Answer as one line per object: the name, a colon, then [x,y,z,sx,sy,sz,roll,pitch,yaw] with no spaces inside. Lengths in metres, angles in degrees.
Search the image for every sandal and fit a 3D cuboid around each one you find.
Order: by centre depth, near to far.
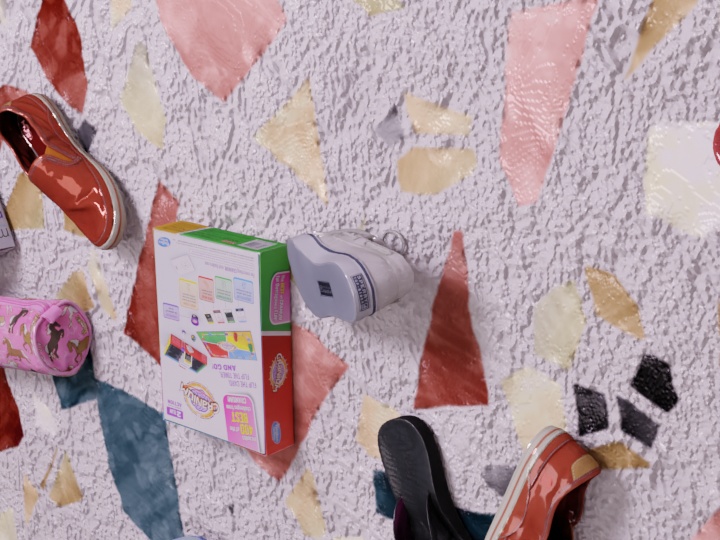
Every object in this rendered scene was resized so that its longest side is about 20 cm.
sandal: [0.054,0.229,1.373,0.075,0.048,0.202,-26,83,44]

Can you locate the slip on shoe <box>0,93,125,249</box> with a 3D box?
slip on shoe: [-0.310,-0.099,1.604,0.200,0.061,0.074,53,129,17]

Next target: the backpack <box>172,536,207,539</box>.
backpack: [-0.207,0.383,1.597,0.200,0.147,0.184,-39,77,39]

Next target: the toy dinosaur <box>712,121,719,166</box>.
toy dinosaur: [0.313,-0.051,0.987,0.180,0.200,0.106,20,102,3]

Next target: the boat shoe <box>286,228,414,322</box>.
boat shoe: [-0.001,-0.005,1.344,0.202,0.086,0.075,-170,63,-72]

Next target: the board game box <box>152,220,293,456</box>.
board game box: [-0.133,0.063,1.507,0.152,0.040,0.202,14,111,40]

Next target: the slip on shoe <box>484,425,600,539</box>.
slip on shoe: [0.143,0.224,1.276,0.061,0.074,0.201,32,117,29]

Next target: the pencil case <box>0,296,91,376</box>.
pencil case: [-0.380,0.066,1.716,0.199,0.086,0.083,6,75,42]

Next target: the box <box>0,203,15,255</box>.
box: [-0.504,-0.068,1.784,0.199,0.096,0.178,-24,83,43]
